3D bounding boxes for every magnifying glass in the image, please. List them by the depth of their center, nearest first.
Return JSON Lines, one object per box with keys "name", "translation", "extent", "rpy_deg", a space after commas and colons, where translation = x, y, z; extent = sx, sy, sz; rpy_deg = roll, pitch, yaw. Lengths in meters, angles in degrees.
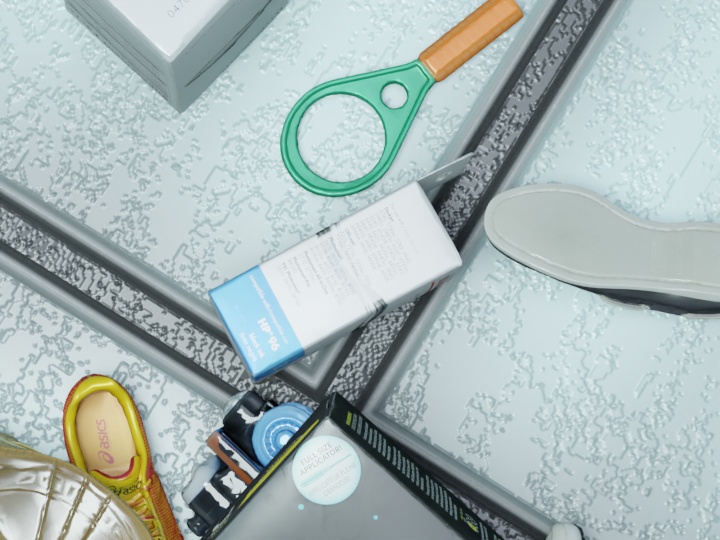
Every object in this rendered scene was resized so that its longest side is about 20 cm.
{"name": "magnifying glass", "translation": [0.030, -0.127, 1.786], "extent": [0.200, 0.022, 0.080], "rpy_deg": [-38, 87, -3]}

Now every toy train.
{"name": "toy train", "translation": [-0.033, 0.175, 1.722], "extent": [0.200, 0.087, 0.114], "rpy_deg": [43, 90, 2]}

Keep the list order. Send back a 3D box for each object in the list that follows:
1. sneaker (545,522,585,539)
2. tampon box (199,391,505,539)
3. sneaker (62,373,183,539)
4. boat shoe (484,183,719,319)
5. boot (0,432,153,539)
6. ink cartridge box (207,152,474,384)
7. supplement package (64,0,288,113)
{"name": "sneaker", "translation": [0.095, 0.259, 1.727], "extent": [0.081, 0.075, 0.201], "rpy_deg": [23, 84, 9]}
{"name": "tampon box", "translation": [0.006, 0.202, 1.618], "extent": [0.200, 0.126, 0.150], "rpy_deg": [41, 95, -2]}
{"name": "sneaker", "translation": [-0.160, 0.168, 1.720], "extent": [0.073, 0.077, 0.201], "rpy_deg": [-22, 87, -6]}
{"name": "boat shoe", "translation": [0.181, -0.010, 1.760], "extent": [0.199, 0.060, 0.074], "rpy_deg": [8, 65, -3]}
{"name": "boot", "translation": [-0.218, 0.154, 1.678], "extent": [0.199, 0.155, 0.073], "rpy_deg": [22, 85, 7]}
{"name": "ink cartridge box", "translation": [0.000, 0.000, 1.722], "extent": [0.200, 0.116, 0.068], "rpy_deg": [-29, 87, -4]}
{"name": "supplement package", "translation": [-0.125, -0.198, 1.694], "extent": [0.117, 0.200, 0.117], "rpy_deg": [43, 85, 2]}
